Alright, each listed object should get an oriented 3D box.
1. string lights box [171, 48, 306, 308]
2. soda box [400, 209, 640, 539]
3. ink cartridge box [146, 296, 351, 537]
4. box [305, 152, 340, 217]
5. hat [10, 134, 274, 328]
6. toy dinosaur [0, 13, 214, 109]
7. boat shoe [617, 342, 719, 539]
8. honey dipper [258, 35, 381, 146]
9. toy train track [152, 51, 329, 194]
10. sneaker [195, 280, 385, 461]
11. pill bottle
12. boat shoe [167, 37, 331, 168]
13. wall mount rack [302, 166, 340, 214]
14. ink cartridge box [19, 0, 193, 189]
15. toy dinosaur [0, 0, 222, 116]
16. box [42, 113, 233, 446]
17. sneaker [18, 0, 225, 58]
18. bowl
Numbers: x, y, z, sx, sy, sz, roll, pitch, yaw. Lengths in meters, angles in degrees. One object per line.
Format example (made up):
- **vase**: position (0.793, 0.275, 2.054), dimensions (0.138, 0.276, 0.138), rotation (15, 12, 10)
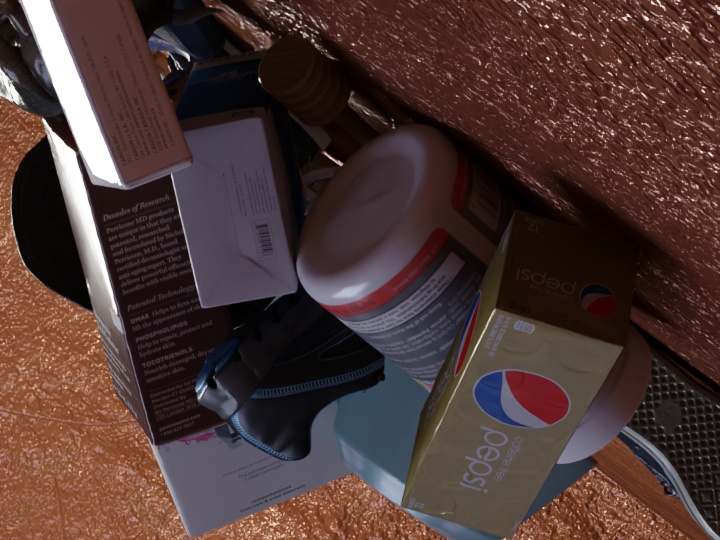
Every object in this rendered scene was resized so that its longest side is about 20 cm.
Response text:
- **string lights box**: position (-0.069, -0.060, 1.205), dimensions (0.200, 0.058, 0.104), rotation (-90, -11, -73)
- **soda box**: position (0.078, 0.059, 1.048), dimensions (0.067, 0.064, 0.201), rotation (17, 142, -3)
- **ink cartridge box**: position (-0.104, 0.061, 1.505), dimensions (0.146, 0.143, 0.201), rotation (-118, 10, -49)
- **box**: position (-0.067, -0.072, 1.641), dimensions (0.199, 0.037, 0.144), rotation (36, -157, 30)
- **hat**: position (-0.135, -0.052, 1.375), dimensions (0.200, 0.201, 0.081), rotation (37, 146, 11)
- **toy dinosaur**: position (-0.176, -0.167, 1.346), dimensions (0.180, 0.105, 0.201), rotation (10, 136, 41)
- **boat shoe**: position (0.215, 0.112, 1.288), dimensions (0.200, 0.075, 0.062), rotation (43, -176, 12)
- **honey dipper**: position (0.003, -0.079, 1.221), dimensions (0.038, 0.038, 0.200), rotation (36, 178, 36)
- **toy train track**: position (-0.093, -0.121, 1.561), dimensions (0.199, 0.033, 0.115), rotation (37, -143, -7)
- **sneaker**: position (-0.008, 0.024, 1.219), dimensions (0.082, 0.200, 0.073), rotation (44, 179, -13)
- **pill bottle**: position (0.068, 0.019, 1.149), dimensions (0.200, 0.116, 0.116), rotation (40, 176, -29)
- **boat shoe**: position (-0.104, -0.128, 1.473), dimensions (0.074, 0.066, 0.199), rotation (37, 177, 46)
- **wall mount rack**: position (0.000, 0.000, 1.318), dimensions (0.200, 0.172, 0.075), rotation (34, 132, 53)
- **ink cartridge box**: position (-0.159, -0.146, 1.086), dimensions (0.202, 0.044, 0.176), rotation (70, 166, -10)
- **toy dinosaur**: position (-0.190, -0.131, 1.233), dimensions (0.102, 0.199, 0.077), rotation (45, -146, -20)
- **box**: position (-0.133, -0.003, 1.274), dimensions (0.100, 0.074, 0.202), rotation (-142, 38, -64)
- **sneaker**: position (-0.176, -0.187, 1.286), dimensions (0.199, 0.083, 0.074), rotation (35, 176, -1)
- **bowl**: position (0.059, 0.123, 1.453), dimensions (0.200, 0.105, 0.201), rotation (34, 179, 1)
